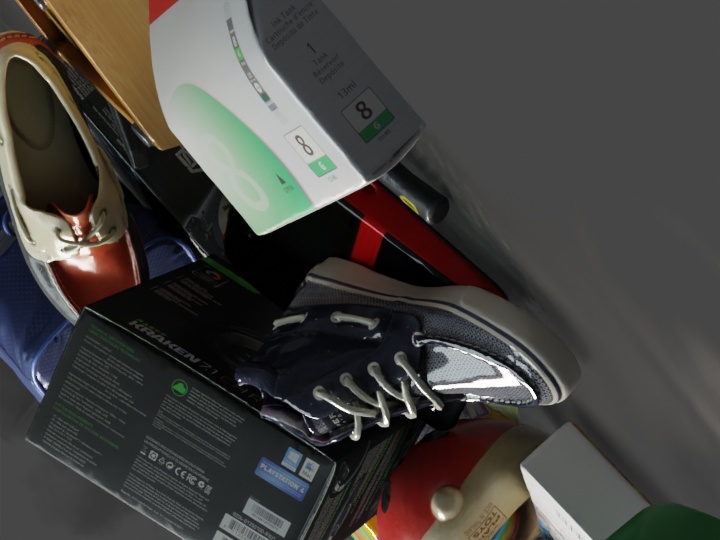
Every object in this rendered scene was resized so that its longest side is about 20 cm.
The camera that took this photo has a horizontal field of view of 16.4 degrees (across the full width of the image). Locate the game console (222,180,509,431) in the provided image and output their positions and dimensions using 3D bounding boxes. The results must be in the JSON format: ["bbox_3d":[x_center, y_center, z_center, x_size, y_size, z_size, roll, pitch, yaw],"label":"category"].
[{"bbox_3d":[0.000,0.000,1.389,0.176,0.031,0.200,37,159,8],"label":"game console"}]

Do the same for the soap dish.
[{"bbox_3d":[-0.150,-0.163,1.419,0.158,0.081,0.200,54,173,-37],"label":"soap dish"}]

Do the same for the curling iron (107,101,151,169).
[{"bbox_3d":[-0.172,-0.157,1.553,0.201,0.049,0.026,65,-152,-1],"label":"curling iron"}]

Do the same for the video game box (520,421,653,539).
[{"bbox_3d":[0.179,0.191,1.438,0.200,0.047,0.182,46,171,19],"label":"video game box"}]

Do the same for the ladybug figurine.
[{"bbox_3d":[0.061,0.142,1.511,0.072,0.136,0.200,40,176,15],"label":"ladybug figurine"}]

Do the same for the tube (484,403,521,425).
[{"bbox_3d":[0.022,0.013,1.465,0.200,0.052,0.058,42,-154,27],"label":"tube"}]

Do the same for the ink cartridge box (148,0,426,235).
[{"bbox_3d":[-0.072,-0.115,1.191,0.200,0.050,0.161,48,160,-8],"label":"ink cartridge box"}]

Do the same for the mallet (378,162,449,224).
[{"bbox_3d":[-0.028,-0.084,1.283,0.200,0.041,0.066,43,171,18],"label":"mallet"}]

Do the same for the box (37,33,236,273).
[{"bbox_3d":[-0.118,-0.083,1.643,0.200,0.086,0.164,49,173,2],"label":"box"}]

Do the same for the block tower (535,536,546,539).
[{"bbox_3d":[0.152,0.243,1.483,0.200,0.058,0.054,43,174,34],"label":"block tower"}]

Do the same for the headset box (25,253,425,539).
[{"bbox_3d":[-0.068,0.084,1.468,0.173,0.093,0.200,31,-162,13],"label":"headset box"}]

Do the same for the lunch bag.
[{"bbox_3d":[-0.180,0.016,1.630,0.132,0.136,0.200,42,170,34],"label":"lunch bag"}]

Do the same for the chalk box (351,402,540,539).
[{"bbox_3d":[0.021,0.105,1.634,0.200,0.124,0.124,52,172,-29],"label":"chalk box"}]

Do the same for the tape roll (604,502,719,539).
[{"bbox_3d":[0.190,0.211,1.259,0.200,0.048,0.201,45,157,25],"label":"tape roll"}]

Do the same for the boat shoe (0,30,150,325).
[{"bbox_3d":[-0.174,-0.045,1.476,0.063,0.071,0.201,-144,33,-70],"label":"boat shoe"}]

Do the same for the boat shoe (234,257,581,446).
[{"bbox_3d":[0.021,0.057,1.296,0.199,0.093,0.075,12,145,51],"label":"boat shoe"}]
